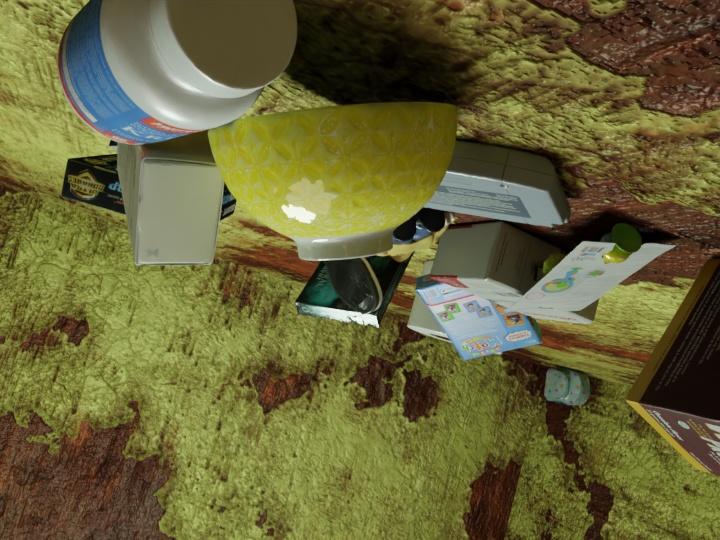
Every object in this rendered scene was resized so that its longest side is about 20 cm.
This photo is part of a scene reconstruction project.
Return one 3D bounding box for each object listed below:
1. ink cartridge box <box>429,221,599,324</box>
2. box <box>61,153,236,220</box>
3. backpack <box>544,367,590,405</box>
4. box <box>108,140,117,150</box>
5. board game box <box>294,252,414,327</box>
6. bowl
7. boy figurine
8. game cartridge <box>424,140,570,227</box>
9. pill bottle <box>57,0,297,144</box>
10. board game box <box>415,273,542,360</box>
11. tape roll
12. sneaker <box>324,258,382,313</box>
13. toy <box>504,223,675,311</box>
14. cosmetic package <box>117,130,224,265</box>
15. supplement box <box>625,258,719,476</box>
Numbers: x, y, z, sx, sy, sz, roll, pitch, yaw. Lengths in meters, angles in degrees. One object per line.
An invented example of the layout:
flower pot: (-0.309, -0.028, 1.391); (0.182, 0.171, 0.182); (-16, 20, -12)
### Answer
ink cartridge box: (0.224, 0.005, 0.900); (0.198, 0.084, 0.146); (20, 172, -25)
box: (-0.249, -0.102, 0.784); (0.157, 0.047, 0.200); (16, -168, -3)
backpack: (0.985, 0.555, 2.987); (0.152, 0.178, 0.199); (17, 170, -41)
box: (-0.249, -0.159, 0.927); (0.136, 0.038, 0.199); (9, 170, 43)
board game box: (0.000, 0.000, 0.978); (0.134, 0.201, 0.028); (7, 133, 23)
bowl: (-0.017, -0.068, 0.507); (0.197, 0.109, 0.200); (-6, -171, 1)
boy figurine: (0.066, -0.055, 0.845); (0.123, 0.065, 0.200); (-17, 175, -4)
game cartridge: (0.107, -0.092, 0.640); (0.198, 0.042, 0.133); (13, 168, 28)
pill bottle: (-0.129, -0.149, 0.425); (0.111, 0.114, 0.199); (21, 172, -36)
board game box: (0.206, 0.069, 1.076); (0.150, 0.037, 0.201); (-17, 127, 27)
tape roll: (0.207, 0.076, 1.269); (0.200, 0.141, 0.203); (16, 172, 2)
sneaker: (-0.006, -0.030, 0.933); (0.120, 0.084, 0.201); (-13, -118, -48)
toy: (0.263, -0.003, 0.753); (0.114, 0.048, 0.200); (1, 158, -13)
cosmetic package: (-0.190, -0.100, 0.605); (0.070, 0.106, 0.200); (0, -146, -26)
supplement box: (0.415, 0.102, 0.607); (0.133, 0.198, 0.200); (41, 166, -14)
